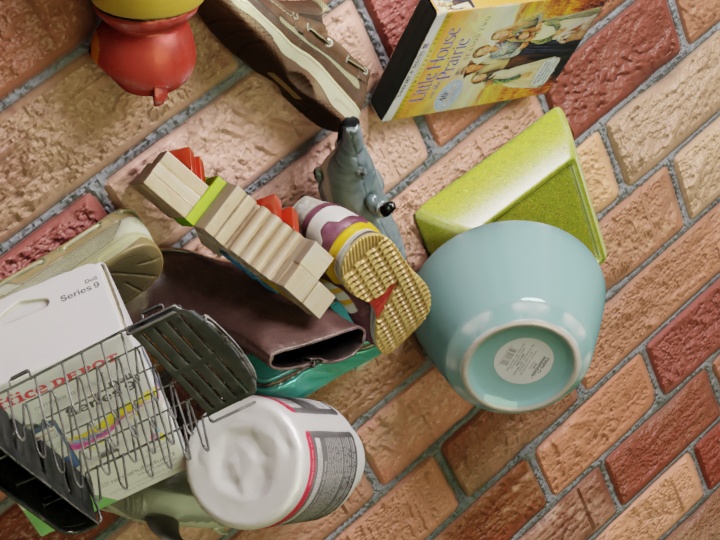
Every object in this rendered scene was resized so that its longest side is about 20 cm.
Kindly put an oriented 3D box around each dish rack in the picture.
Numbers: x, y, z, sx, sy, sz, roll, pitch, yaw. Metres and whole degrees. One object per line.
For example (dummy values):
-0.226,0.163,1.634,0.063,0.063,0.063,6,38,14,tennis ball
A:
-0.176,0.109,0.999,0.199,0.055,0.154,-27,141,7,dish rack

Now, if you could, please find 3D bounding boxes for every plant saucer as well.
0.172,-0.031,1.379,0.199,0.048,0.201,-36,127,-17,plant saucer

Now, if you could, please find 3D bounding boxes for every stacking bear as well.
-0.166,-0.227,1.018,0.113,0.122,0.201,-8,127,-16,stacking bear

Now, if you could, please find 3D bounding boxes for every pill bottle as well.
-0.065,0.168,1.186,0.111,0.110,0.200,-61,160,3,pill bottle

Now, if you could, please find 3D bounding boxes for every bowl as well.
0.149,0.062,1.312,0.199,0.105,0.202,-1,127,-1,bowl

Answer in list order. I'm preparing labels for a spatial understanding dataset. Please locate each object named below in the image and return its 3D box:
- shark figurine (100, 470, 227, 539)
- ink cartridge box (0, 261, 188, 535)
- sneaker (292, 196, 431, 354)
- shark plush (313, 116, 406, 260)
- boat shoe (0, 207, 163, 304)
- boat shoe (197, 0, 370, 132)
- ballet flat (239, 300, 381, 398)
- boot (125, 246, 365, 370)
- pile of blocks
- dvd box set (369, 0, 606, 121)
-0.136,0.192,1.219,0.213,0.128,0.090,9,95,-39,shark figurine
-0.235,0.106,1.080,0.145,0.088,0.201,-23,139,-9,ink cartridge box
0.000,0.000,1.192,0.075,0.090,0.200,-43,149,-11,sneaker
0.010,-0.075,1.186,0.091,0.083,0.201,-31,150,-26,shark plush
-0.260,0.019,1.095,0.200,0.063,0.073,-33,143,-5,boat shoe
-0.061,-0.200,1.131,0.202,0.074,0.075,42,71,-46,boat shoe
-0.030,0.076,1.285,0.199,0.067,0.071,-26,148,-23,ballet flat
-0.115,0.037,1.129,0.199,0.166,0.073,-9,115,-30,boot
-0.096,-0.040,1.116,0.062,0.200,0.082,-53,175,-11,pile of blocks
0.119,-0.205,1.226,0.199,0.030,0.147,-13,152,-31,dvd box set
